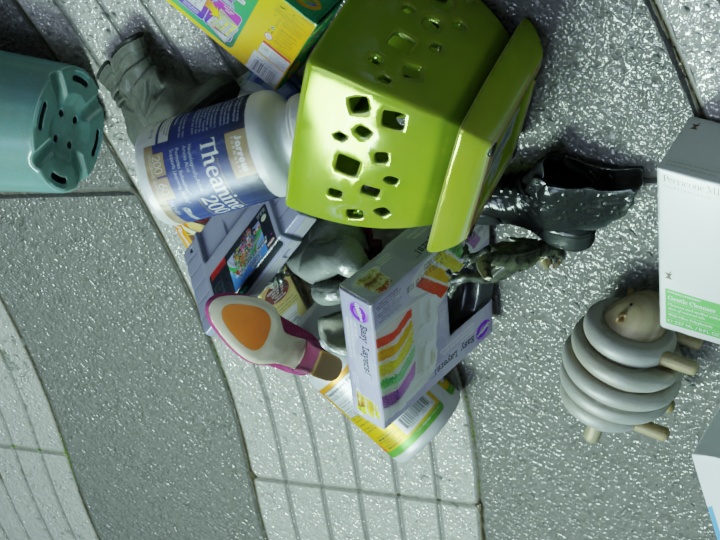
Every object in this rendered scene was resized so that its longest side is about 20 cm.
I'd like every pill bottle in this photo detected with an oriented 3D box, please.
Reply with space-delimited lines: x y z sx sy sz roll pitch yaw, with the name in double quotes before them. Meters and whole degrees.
"pill bottle" 0.010 0.119 1.939 0.200 0.111 0.111 42 143 -5
"pill bottle" -0.123 -0.121 1.709 0.199 0.111 0.111 -14 122 21

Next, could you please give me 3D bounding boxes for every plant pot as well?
"plant pot" -0.421 -0.174 1.947 0.195 0.201 0.201 9 135 23
"plant pot" 0.056 -0.150 1.557 0.181 0.200 0.199 24 141 9

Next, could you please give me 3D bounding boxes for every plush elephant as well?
"plush elephant" 0.000 0.000 1.791 0.155 0.165 0.200 31 135 -25

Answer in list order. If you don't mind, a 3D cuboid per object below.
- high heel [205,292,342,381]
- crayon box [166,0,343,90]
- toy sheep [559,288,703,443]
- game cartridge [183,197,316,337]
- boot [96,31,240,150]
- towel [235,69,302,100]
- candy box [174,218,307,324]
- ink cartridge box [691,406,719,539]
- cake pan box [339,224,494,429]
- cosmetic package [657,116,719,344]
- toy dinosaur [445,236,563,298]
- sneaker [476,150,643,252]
"high heel" -0.111 0.065 1.809 0.200 0.068 0.096 23 179 -41
"crayon box" -0.126 -0.290 1.672 0.200 0.058 0.119 39 143 -1
"toy sheep" 0.267 0.103 1.692 0.137 0.138 0.201 26 123 16
"game cartridge" -0.124 -0.035 1.804 0.038 0.130 0.200 17 128 -32
"boot" -0.222 -0.205 1.823 0.200 0.068 0.131 -27 92 50
"towel" -0.101 -0.144 1.832 0.147 0.024 0.200 45 143 -9
"candy box" -0.138 0.007 1.978 0.115 0.055 0.201 14 137 47
"ink cartridge box" 0.429 0.166 1.559 0.146 0.200 0.147 7 133 37
"cake pan box" 0.064 0.040 1.740 0.052 0.200 0.185 29 140 31
"cosmetic package" 0.337 -0.031 1.529 0.107 0.085 0.201 16 139 29
"toy dinosaur" 0.133 -0.007 1.655 0.088 0.200 0.048 -13 92 31
"sneaker" 0.175 -0.082 1.637 0.199 0.060 0.104 20 141 15
